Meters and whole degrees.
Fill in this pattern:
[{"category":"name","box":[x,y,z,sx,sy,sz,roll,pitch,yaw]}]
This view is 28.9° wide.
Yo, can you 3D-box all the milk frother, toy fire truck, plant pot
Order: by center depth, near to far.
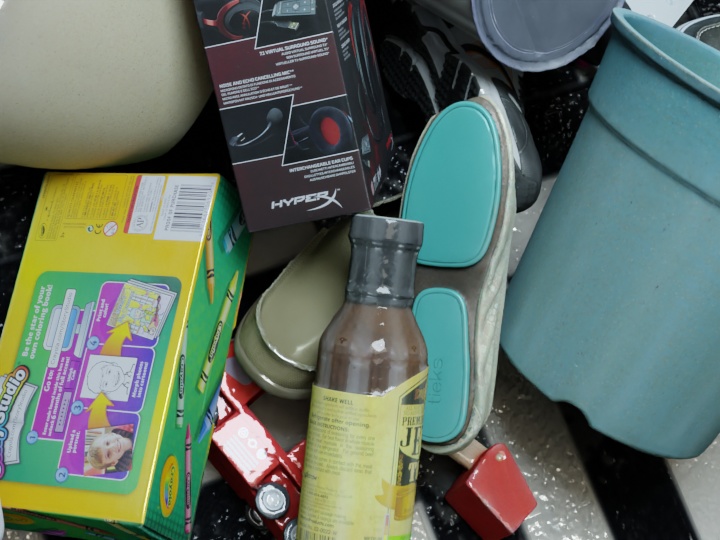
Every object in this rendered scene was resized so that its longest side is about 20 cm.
[{"category":"plant pot","box":[0.183,-0.014,0.802,0.198,0.201,0.198,26,111,-5]},{"category":"plant pot","box":[-0.153,-0.138,0.808,0.133,0.199,0.203,29,67,-25]},{"category":"toy fire truck","box":[-0.007,0.106,0.831,0.141,0.049,0.201,-38,84,-22]},{"category":"milk frother","box":[0.101,-0.241,0.842,0.179,0.188,0.202,7,113,-38]}]

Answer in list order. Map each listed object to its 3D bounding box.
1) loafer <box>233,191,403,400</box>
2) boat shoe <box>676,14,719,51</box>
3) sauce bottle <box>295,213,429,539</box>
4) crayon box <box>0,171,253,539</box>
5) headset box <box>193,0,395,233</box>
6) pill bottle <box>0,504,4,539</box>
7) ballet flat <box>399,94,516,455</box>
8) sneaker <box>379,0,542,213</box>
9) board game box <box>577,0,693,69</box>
[{"category":"loafer","box":[0.000,0.000,0.830,0.076,0.068,0.200,38,49,11]},{"category":"boat shoe","box":[0.310,-0.153,0.980,0.197,0.071,0.073,1,73,-13]},{"category":"sauce bottle","box":[0.004,0.072,0.753,0.064,0.065,0.203,6,93,-12]},{"category":"crayon box","box":[-0.139,0.046,0.783,0.117,0.058,0.203,2,69,22]},{"category":"headset box","box":[-0.040,-0.142,0.788,0.074,0.149,0.203,-10,105,9]},{"category":"pill bottle","box":[-0.246,0.051,0.691,0.109,0.111,0.203,-11,95,-17]},{"category":"ballet flat","box":[0.055,0.002,0.797,0.067,0.062,0.203,10,95,24]},{"category":"sneaker","box":[0.078,-0.109,0.872,0.079,0.074,0.201,3,40,-22]},{"category":"board game box","box":[0.161,-0.258,1.000,0.200,0.026,0.200,41,68,1]}]
